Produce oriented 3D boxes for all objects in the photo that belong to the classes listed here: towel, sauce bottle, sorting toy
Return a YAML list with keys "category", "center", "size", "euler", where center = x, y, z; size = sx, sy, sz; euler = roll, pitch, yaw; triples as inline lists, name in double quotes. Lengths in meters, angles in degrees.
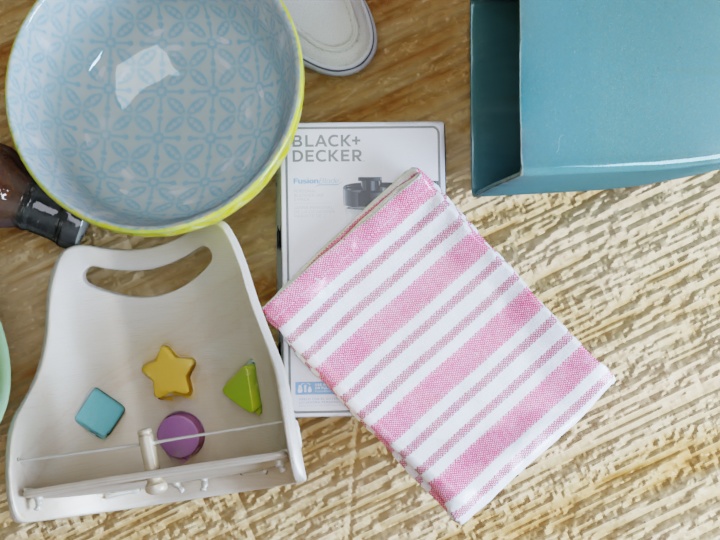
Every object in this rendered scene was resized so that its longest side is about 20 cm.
- category: "towel"
  center: [0.052, 0.050, 1.505]
  size: [0.146, 0.030, 0.200]
  euler: [-43, 90, -5]
- category: "sauce bottle"
  center: [-0.278, -0.066, 1.542]
  size: [0.200, 0.066, 0.066]
  euler: [24, 85, -1]
- category: "sorting toy"
  center: [-0.132, 0.063, 1.507]
  size: [0.199, 0.107, 0.181]
  euler: [-9, 84, 13]

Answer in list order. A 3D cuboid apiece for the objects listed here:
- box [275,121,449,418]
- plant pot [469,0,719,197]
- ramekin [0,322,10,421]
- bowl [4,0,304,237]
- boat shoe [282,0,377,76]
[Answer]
- category: "box"
  center: [0.000, 0.000, 1.551]
  size: [0.116, 0.060, 0.201]
  euler: [0, 86, -3]
- category: "plant pot"
  center: [0.186, -0.124, 1.532]
  size: [0.199, 0.141, 0.142]
  euler: [1, 86, -10]
- category: "ramekin"
  center: [-0.334, 0.058, 1.466]
  size: [0.098, 0.200, 0.200]
  euler: [-37, 88, 35]
- category: "bowl"
  center: [-0.128, -0.109, 1.522]
  size: [0.199, 0.108, 0.201]
  euler: [-2, 76, 6]
- category: "boat shoe"
  center: [-0.061, -0.218, 1.558]
  size: [0.071, 0.070, 0.200]
  euler: [-36, 88, -5]
